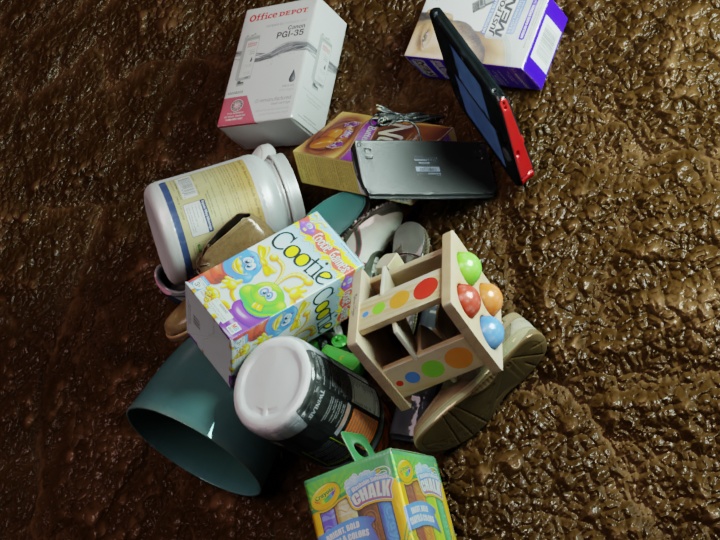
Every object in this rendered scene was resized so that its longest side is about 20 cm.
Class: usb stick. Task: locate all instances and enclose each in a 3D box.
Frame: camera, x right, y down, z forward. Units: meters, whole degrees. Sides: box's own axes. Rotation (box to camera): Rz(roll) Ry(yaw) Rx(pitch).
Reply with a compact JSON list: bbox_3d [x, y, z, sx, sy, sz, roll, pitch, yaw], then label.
[{"bbox_3d":[0.082,0.119,1.645,0.055,0.033,0.203,4,70,37],"label":"usb stick"}]

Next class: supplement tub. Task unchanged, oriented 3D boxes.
[{"bbox_3d":[-0.052,0.167,1.606,0.121,0.200,0.124,-16,58,28],"label":"supplement tub"},{"bbox_3d":[-0.184,-0.074,1.811,0.197,0.146,0.145,-17,51,-13],"label":"supplement tub"}]

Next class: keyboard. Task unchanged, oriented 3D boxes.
[{"bbox_3d":[0.077,-0.148,1.681,0.021,0.197,0.129,-37,59,56],"label":"keyboard"}]

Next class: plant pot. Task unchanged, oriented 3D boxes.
[{"bbox_3d":[-0.175,0.167,1.706,0.199,0.201,0.162,11,58,38],"label":"plant pot"}]

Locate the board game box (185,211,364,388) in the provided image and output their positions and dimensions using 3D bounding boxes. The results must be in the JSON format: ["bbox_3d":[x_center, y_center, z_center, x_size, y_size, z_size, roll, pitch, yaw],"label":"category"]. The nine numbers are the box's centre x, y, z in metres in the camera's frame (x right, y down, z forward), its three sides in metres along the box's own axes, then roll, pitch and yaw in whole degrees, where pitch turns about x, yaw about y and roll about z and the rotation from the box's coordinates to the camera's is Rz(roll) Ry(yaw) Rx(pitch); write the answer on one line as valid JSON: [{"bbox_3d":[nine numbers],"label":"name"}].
[{"bbox_3d":[-0.105,0.035,1.633,0.199,0.106,0.103,-30,61,-25],"label":"board game box"}]

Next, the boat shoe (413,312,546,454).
[{"bbox_3d":[0.134,0.136,1.582,0.200,0.071,0.065,-42,45,-3],"label":"boat shoe"}]

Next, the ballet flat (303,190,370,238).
[{"bbox_3d":[-0.066,-0.031,1.779,0.199,0.064,0.067,-40,62,-10],"label":"ballet flat"}]

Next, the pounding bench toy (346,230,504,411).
[{"bbox_3d":[0.086,0.031,1.572,0.154,0.125,0.202,-24,35,23],"label":"pounding bench toy"}]

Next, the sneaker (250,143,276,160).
[{"bbox_3d":[-0.198,-0.108,1.910,0.201,0.099,0.075,-52,27,1],"label":"sneaker"}]

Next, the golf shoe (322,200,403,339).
[{"bbox_3d":[0.000,0.000,1.750,0.088,0.077,0.201,45,101,23],"label":"golf shoe"}]

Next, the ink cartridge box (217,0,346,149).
[{"bbox_3d":[-0.115,-0.289,1.956,0.145,0.083,0.203,-3,66,35],"label":"ink cartridge box"}]

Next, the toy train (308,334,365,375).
[{"bbox_3d":[-0.077,0.098,1.730,0.198,0.042,0.057,18,47,25],"label":"toy train"}]

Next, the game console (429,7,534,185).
[{"bbox_3d":[0.151,-0.216,1.671,0.031,0.177,0.201,-31,52,1],"label":"game console"}]

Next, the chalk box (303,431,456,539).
[{"bbox_3d":[0.025,0.279,1.521,0.123,0.124,0.203,-23,70,24],"label":"chalk box"}]

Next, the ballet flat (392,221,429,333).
[{"bbox_3d":[0.050,0.036,1.702,0.066,0.046,0.203,7,73,19],"label":"ballet flat"}]

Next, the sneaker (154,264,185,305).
[{"bbox_3d":[-0.206,0.018,1.868,0.198,0.082,0.071,-7,62,33],"label":"sneaker"}]

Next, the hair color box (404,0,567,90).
[{"bbox_3d":[0.167,-0.313,1.781,0.198,0.065,0.111,12,76,40],"label":"hair color box"}]

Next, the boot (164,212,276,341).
[{"bbox_3d":[-0.195,0.006,1.732,0.200,0.075,0.074,-45,31,3],"label":"boot"}]

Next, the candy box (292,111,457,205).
[{"bbox_3d":[0.021,-0.154,1.777,0.198,0.057,0.117,14,42,37],"label":"candy box"}]
